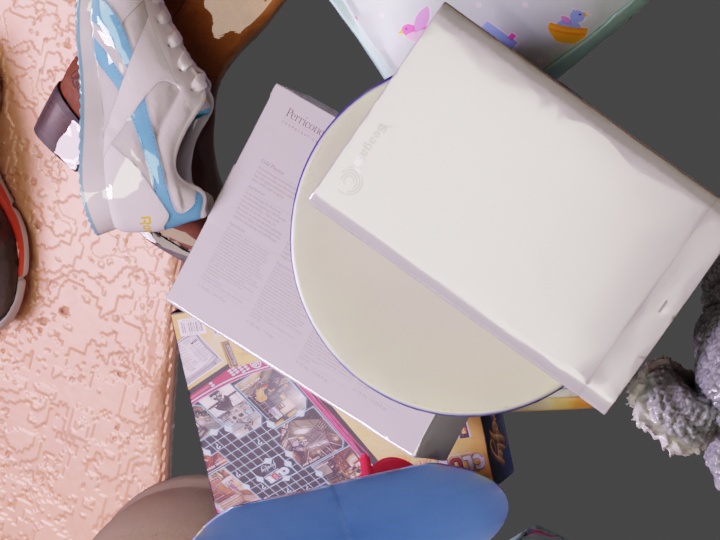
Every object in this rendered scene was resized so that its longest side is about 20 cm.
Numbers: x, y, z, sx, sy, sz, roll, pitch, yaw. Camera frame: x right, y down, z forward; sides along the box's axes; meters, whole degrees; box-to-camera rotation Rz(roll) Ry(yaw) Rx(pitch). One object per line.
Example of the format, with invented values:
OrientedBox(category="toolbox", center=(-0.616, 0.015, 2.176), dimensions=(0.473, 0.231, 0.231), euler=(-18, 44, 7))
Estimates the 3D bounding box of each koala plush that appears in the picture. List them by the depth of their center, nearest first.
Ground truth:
OrientedBox(category="koala plush", center=(0.241, 0.049, 1.607), dimensions=(0.177, 0.200, 0.185), euler=(-14, 97, 27))

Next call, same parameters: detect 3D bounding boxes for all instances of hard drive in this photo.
OrientedBox(category="hard drive", center=(0.089, -0.034, 1.554), dimensions=(0.200, 0.026, 0.132), euler=(35, 96, 1))

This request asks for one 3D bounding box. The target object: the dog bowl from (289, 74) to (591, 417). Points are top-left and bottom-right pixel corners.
OrientedBox(category="dog bowl", center=(0.061, -0.019, 1.609), dimensions=(0.199, 0.079, 0.201), euler=(0, 94, 5))

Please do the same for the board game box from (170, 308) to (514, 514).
OrientedBox(category="board game box", center=(-0.012, 0.076, 1.787), dimensions=(0.199, 0.035, 0.136), euler=(-7, 100, 27))

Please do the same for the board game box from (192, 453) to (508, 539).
OrientedBox(category="board game box", center=(-0.011, 0.144, 1.742), dimensions=(0.199, 0.158, 0.039), euler=(-13, 62, 2))

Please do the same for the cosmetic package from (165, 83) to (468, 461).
OrientedBox(category="cosmetic package", center=(0.000, 0.000, 1.716), dimensions=(0.200, 0.052, 0.151), euler=(31, 99, 26))

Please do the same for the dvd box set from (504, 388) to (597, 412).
OrientedBox(category="dvd box set", center=(0.055, 0.017, 1.777), dimensions=(0.199, 0.029, 0.147), euler=(-5, 101, 26))

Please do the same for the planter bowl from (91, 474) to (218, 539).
OrientedBox(category="planter bowl", center=(-0.118, 0.247, 1.855), dimensions=(0.199, 0.135, 0.202), euler=(6, 105, 22))

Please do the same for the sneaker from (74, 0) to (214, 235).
OrientedBox(category="sneaker", center=(-0.132, -0.123, 1.755), dimensions=(0.080, 0.077, 0.201), euler=(-3, 89, 4))

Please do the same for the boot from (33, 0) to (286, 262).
OrientedBox(category="boot", center=(-0.087, -0.117, 1.805), dimensions=(0.188, 0.068, 0.200), euler=(42, 109, 18))

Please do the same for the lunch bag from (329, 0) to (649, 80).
OrientedBox(category="lunch bag", center=(0.066, -0.194, 1.671), dimensions=(0.170, 0.122, 0.201), euler=(-37, 81, 26))

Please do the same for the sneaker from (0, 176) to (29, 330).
OrientedBox(category="sneaker", center=(-0.276, -0.050, 1.881), dimensions=(0.077, 0.082, 0.201), euler=(-4, 101, 25))

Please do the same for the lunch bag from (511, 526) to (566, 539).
OrientedBox(category="lunch bag", center=(0.131, 0.253, 1.717), dimensions=(0.122, 0.170, 0.201), euler=(-27, 89, 17))
